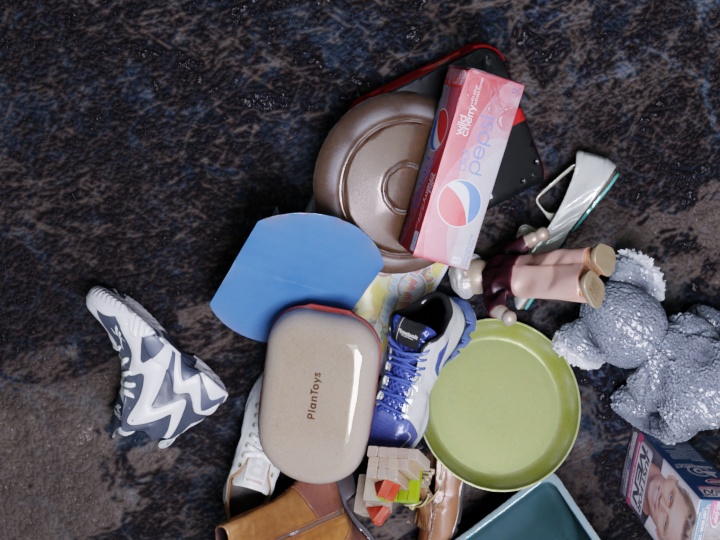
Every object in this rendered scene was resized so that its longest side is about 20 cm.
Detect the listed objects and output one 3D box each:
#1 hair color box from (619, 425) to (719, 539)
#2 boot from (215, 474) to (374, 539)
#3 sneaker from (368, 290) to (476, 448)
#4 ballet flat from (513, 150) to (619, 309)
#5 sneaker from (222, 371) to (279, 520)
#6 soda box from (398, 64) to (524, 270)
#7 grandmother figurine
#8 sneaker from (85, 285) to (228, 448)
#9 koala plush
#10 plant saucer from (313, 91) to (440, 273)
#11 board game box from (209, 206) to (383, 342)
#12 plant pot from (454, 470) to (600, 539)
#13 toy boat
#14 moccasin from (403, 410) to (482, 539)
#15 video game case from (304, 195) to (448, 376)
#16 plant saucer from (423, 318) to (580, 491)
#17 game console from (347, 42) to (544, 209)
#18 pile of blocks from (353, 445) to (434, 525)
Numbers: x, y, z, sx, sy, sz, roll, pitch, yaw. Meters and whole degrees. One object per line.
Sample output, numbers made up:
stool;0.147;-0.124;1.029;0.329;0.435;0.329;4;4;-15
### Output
hair color box;0.379;0.270;1.181;0.059;0.200;0.102;4;105;-8
boot;-0.068;0.338;1.150;0.199;0.068;0.192;-27;113;-45
sneaker;0.052;0.103;1.110;0.080;0.115;0.202;25;81;27
ballet flat;0.221;-0.052;1.152;0.069;0.069;0.202;32;95;-14
sneaker;-0.111;0.211;1.163;0.072;0.085;0.203;15;101;-9
soda box;0.105;-0.109;1.043;0.069;0.063;0.203;13;101;-16
grandmother figurine;0.178;0.009;1.100;0.061;0.198;0.122;54;56;-32
sneaker;-0.261;0.122;1.120;0.130;0.079;0.199;-47;116;-3
koala plush;0.337;0.085;1.153;0.200;0.184;0.178;42;96;-4
plant saucer;0.047;-0.092;1.083;0.196;0.032;0.204;-3;104;-12
board game box;-0.071;0.001;1.093;0.156;0.039;0.201;16;130;-25
plant pot;0.228;0.401;1.194;0.195;0.197;0.200;-37;145;3
toy boat;-0.042;0.134;1.122;0.128;0.131;0.204;10;99;8
moccasin;0.090;0.268;1.209;0.076;0.074;0.205;13;102;-8
video game case;0.000;0.000;1.152;0.180;0.023;0.202;27;100;-14
plant saucer;0.162;0.159;1.175;0.196;0.031;0.204;1;76;-5
game console;0.096;-0.142;1.114;0.198;0.031;0.179;-26;108;-6
pile of blocks;0.038;0.255;1.124;0.081;0.201;0.063;10;66;-1
